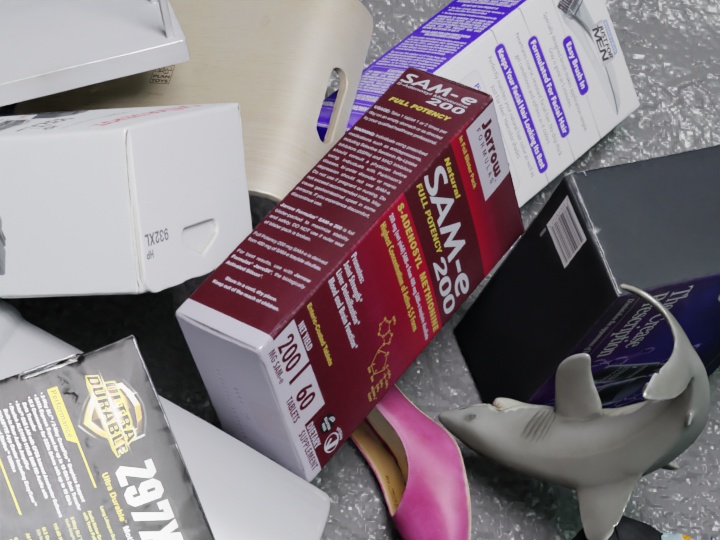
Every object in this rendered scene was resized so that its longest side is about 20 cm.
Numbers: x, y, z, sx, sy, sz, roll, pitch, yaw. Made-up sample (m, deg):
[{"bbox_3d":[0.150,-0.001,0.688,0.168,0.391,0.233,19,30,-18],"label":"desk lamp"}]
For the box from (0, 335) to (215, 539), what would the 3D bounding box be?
[{"bbox_3d":[-0.141,0.147,0.958,0.160,0.049,0.200,-19,79,-23],"label":"box"}]

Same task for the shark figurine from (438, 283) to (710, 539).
[{"bbox_3d":[0.136,0.095,1.125,0.128,0.214,0.090,28,62,-16],"label":"shark figurine"}]

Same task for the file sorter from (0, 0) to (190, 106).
[{"bbox_3d":[-0.189,-0.192,1.170,0.139,0.125,0.200,-15,34,-8],"label":"file sorter"}]

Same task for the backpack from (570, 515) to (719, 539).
[{"bbox_3d":[0.199,0.228,1.158,0.200,0.127,0.167,21,59,-10],"label":"backpack"}]

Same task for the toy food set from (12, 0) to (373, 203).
[{"bbox_3d":[-0.102,-0.094,1.219,0.200,0.060,0.144,5,60,19],"label":"toy food set"}]

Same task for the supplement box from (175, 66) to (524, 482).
[{"bbox_3d":[0.000,0.000,1.131,0.061,0.109,0.200,22,57,33],"label":"supplement box"}]

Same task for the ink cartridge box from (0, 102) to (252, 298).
[{"bbox_3d":[-0.174,-0.036,1.102,0.200,0.145,0.084,-2,98,20],"label":"ink cartridge box"}]

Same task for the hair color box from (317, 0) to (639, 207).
[{"bbox_3d":[0.068,-0.093,1.274,0.200,0.065,0.109,-38,121,-27],"label":"hair color box"}]

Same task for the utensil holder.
[{"bbox_3d":[-0.139,0.134,1.080,0.200,0.170,0.170,29,61,-5],"label":"utensil holder"}]

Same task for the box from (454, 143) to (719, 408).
[{"bbox_3d":[0.155,0.010,1.201,0.141,0.200,0.079,-15,70,-22],"label":"box"}]

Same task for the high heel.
[{"bbox_3d":[-0.004,0.088,1.191,0.096,0.067,0.200,-5,65,-23],"label":"high heel"}]
